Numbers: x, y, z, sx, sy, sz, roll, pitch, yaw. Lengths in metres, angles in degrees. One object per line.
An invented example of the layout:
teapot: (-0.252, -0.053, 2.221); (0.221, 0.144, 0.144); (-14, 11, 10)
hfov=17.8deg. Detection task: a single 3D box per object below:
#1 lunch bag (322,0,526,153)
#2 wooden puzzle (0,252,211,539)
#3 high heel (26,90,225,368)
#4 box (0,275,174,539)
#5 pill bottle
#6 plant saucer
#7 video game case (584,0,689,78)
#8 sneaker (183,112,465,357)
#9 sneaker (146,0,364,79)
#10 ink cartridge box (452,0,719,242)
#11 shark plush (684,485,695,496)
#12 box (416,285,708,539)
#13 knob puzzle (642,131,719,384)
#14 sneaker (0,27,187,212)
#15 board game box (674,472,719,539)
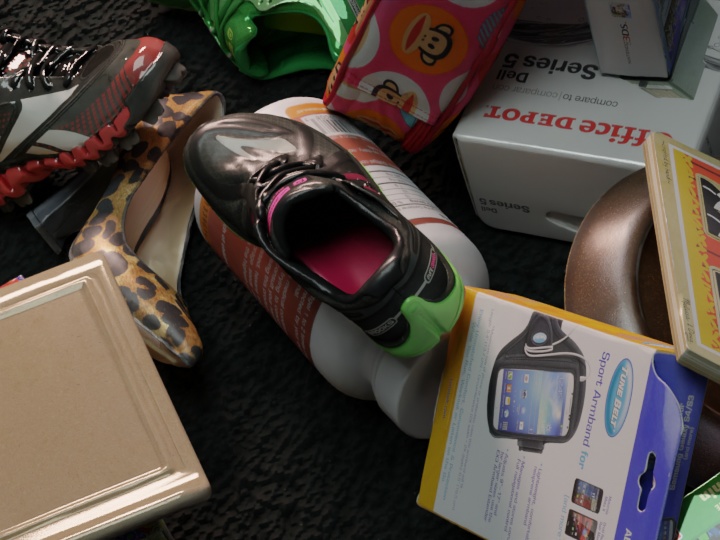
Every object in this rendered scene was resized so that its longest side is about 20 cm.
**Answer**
lunch bag: (0.058, -0.183, 1.320); (0.082, 0.200, 0.176); (28, 37, -6)
wooden puzzle: (-0.189, 0.088, 1.174); (0.184, 0.037, 0.200); (-21, 45, -10)
high heel: (-0.106, -0.031, 1.368); (0.142, 0.071, 0.200); (-40, 44, -6)
box: (-0.210, 0.147, 1.241); (0.192, 0.122, 0.200); (-30, 51, -7)
pill bottle: (0.000, 0.000, 1.289); (0.112, 0.112, 0.200); (-35, 52, -10)
plant saucer: (0.204, 0.023, 1.195); (0.199, 0.032, 0.201); (8, 63, -16)
video game case: (0.158, -0.241, 1.266); (0.045, 0.182, 0.201); (4, 54, 21)
sneaker: (-0.025, -0.034, 1.197); (0.200, 0.084, 0.077); (36, 85, 37)
sneaker: (-0.072, -0.172, 1.464); (0.199, 0.074, 0.084); (17, 57, 27)
ink cartridge box: (0.158, -0.117, 1.344); (0.145, 0.084, 0.201); (10, 58, 23)
shark plush: (0.164, 0.085, 1.229); (0.083, 0.091, 0.200); (24, 44, 7)
box: (0.102, 0.084, 1.121); (0.200, 0.041, 0.120); (19, 99, 58)
knob puzzle: (0.237, 0.018, 1.127); (0.030, 0.219, 0.220); (-55, 42, 32)
sneaker: (-0.190, -0.105, 1.386); (0.200, 0.098, 0.071); (-21, 29, 44)
board game box: (0.242, 0.171, 1.097); (0.151, 0.037, 0.200); (-33, 72, -8)
